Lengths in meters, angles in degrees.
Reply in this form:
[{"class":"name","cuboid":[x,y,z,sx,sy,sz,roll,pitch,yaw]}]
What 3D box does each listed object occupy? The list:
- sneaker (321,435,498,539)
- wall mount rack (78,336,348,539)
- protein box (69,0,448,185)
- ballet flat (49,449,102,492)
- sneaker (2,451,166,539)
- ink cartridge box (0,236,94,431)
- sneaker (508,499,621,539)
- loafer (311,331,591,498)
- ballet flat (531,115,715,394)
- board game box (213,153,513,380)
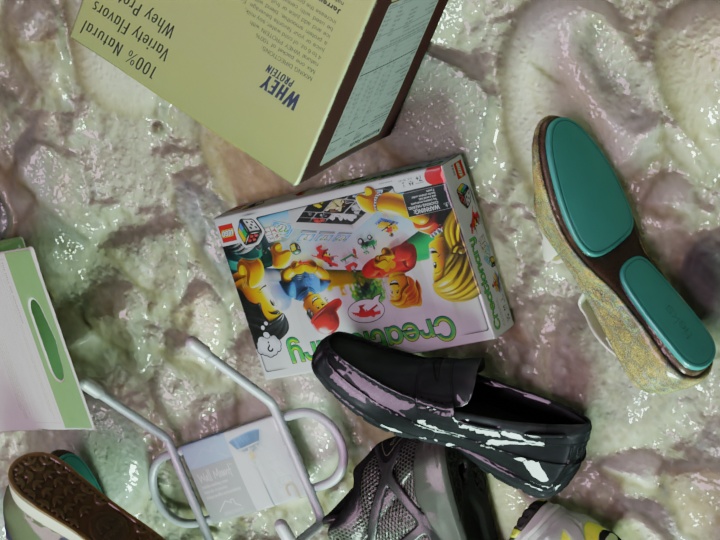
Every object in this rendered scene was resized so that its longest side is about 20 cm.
[{"class":"sneaker","cuboid":[0.042,0.213,1.628,0.114,0.076,0.201,-9,99,34]},{"class":"wall mount rack","cuboid":[-0.114,0.133,1.687,0.199,0.074,0.175,-21,96,36]},{"class":"protein box","cuboid":[-0.052,-0.204,1.499,0.198,0.135,0.201,33,120,16]},{"class":"ballet flat","cuboid":[-0.223,0.241,1.799,0.067,0.068,0.201,-16,97,41]},{"class":"sneaker","cuboid":[-0.195,0.229,1.708,0.200,0.067,0.090,41,138,14]},{"class":"ink cartridge box","cuboid":[-0.252,0.048,1.716,0.199,0.048,0.147,-7,103,55]},{"class":"sneaker","cuboid":[0.138,0.263,1.588,0.076,0.075,0.201,14,115,26]},{"class":"loafer","cuboid":[0.064,0.086,1.557,0.199,0.068,0.071,25,121,1]},{"class":"ballet flat","cuboid":[0.158,-0.005,1.492,0.071,0.071,0.201,-33,89,34]},{"class":"board game box","cuboid":[0.000,0.000,1.600,0.199,0.035,0.127,-12,101,33]}]
